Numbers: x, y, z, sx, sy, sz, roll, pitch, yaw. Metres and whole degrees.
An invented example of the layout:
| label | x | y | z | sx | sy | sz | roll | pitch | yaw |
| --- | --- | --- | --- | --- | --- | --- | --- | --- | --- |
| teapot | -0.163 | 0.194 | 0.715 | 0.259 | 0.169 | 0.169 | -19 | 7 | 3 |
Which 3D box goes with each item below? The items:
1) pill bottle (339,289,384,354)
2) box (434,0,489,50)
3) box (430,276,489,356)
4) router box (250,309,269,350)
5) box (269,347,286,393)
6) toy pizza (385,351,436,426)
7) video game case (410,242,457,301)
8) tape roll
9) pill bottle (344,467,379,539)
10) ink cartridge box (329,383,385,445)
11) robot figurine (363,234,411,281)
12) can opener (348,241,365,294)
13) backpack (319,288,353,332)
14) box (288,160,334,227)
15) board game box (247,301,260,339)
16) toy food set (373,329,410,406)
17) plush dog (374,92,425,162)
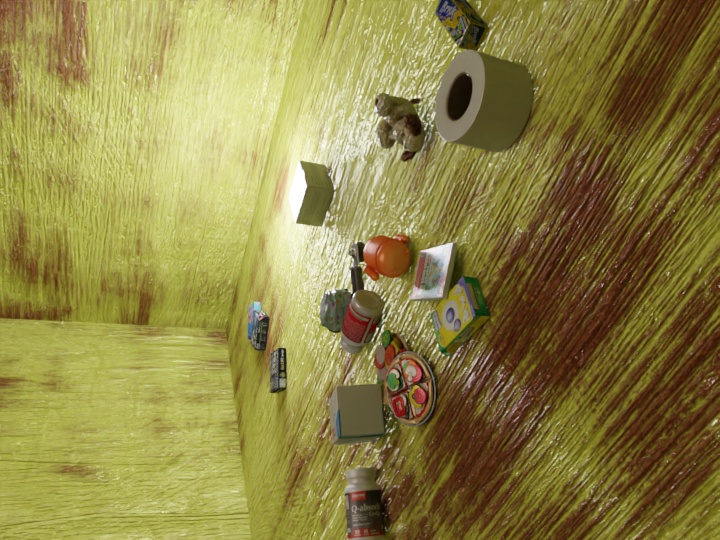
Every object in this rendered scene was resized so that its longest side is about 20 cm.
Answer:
| label | x | y | z | sx | sy | sz | roll | pitch | yaw |
| --- | --- | --- | --- | --- | --- | --- | --- | --- | --- |
| pill bottle | -0.001 | 0.174 | 1.837 | 0.113 | 0.110 | 0.203 | -115 | 38 | -48 |
| box | 0.265 | -0.663 | 1.469 | 0.203 | 0.063 | 0.071 | -108 | 33 | -41 |
| box | 0.238 | 0.120 | 1.388 | 0.201 | 0.047 | 0.119 | 120 | 147 | -46 |
| router box | -0.579 | 0.341 | 3.172 | 0.149 | 0.061 | 0.205 | -160 | 77 | -67 |
| box | -0.416 | 0.505 | 2.788 | 0.161 | 0.048 | 0.205 | -37 | 52 | 57 |
| toy pizza | 0.131 | 0.329 | 1.542 | 0.198 | 0.031 | 0.206 | -6 | 82 | 51 |
| video game case | 0.195 | 0.007 | 1.490 | 0.199 | 0.017 | 0.146 | 166 | 118 | -71 |
| tape roll | 0.281 | -0.389 | 1.283 | 0.202 | 0.136 | 0.208 | -174 | 90 | -67 |
| pill bottle | 0.009 | 0.717 | 1.696 | 0.116 | 0.113 | 0.204 | 135 | 134 | -55 |
| ink cartridge box | -0.015 | 0.450 | 1.720 | 0.201 | 0.141 | 0.151 | 111 | 156 | -64 |
| robot figurine | 0.081 | -0.041 | 1.693 | 0.199 | 0.141 | 0.120 | -156 | 56 | -65 |
| can opener | 0.000 | 0.000 | 1.959 | 0.053 | 0.065 | 0.205 | 0 | 98 | 65 |
| backpack | -0.083 | 0.143 | 1.985 | 0.200 | 0.123 | 0.171 | 135 | 131 | -75 |
| box | -0.216 | -0.333 | 2.409 | 0.201 | 0.128 | 0.202 | -110 | 35 | -45 |
| board game box | -0.644 | 0.305 | 3.348 | 0.152 | 0.044 | 0.205 | 148 | 125 | -61 |
| toy food set | 0.094 | 0.289 | 1.674 | 0.199 | 0.048 | 0.204 | -122 | 43 | -54 |
| plush dog | 0.138 | -0.430 | 1.662 | 0.201 | 0.157 | 0.174 | 82 | 164 | -62 |
